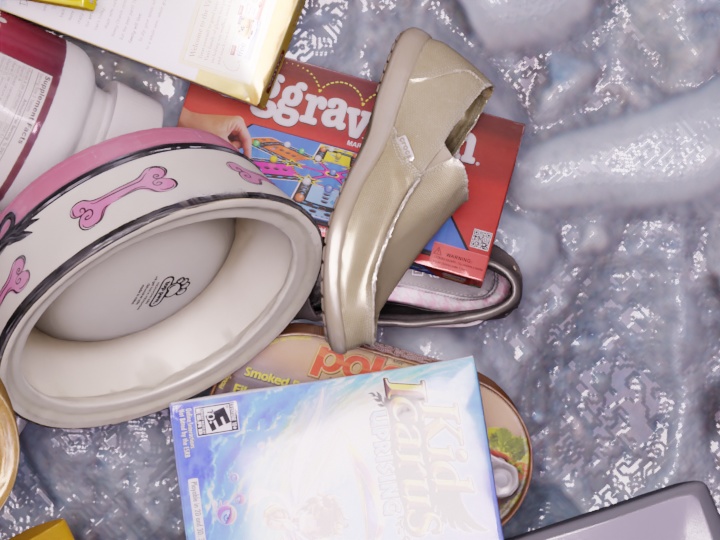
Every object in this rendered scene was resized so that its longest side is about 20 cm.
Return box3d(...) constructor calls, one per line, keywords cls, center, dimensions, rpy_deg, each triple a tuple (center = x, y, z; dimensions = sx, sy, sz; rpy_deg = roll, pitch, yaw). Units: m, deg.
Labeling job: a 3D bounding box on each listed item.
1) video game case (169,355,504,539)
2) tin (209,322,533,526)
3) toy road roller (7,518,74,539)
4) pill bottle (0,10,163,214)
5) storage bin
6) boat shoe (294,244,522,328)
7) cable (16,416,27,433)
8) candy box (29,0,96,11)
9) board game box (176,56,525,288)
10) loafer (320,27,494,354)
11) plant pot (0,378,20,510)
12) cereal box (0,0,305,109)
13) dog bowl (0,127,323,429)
box3d(cls="video game case", center=(-0.007, 0.161, 1.453), dimensions=(0.181, 0.045, 0.200), rpy_deg=(-9, 78, 0))
box3d(cls="tin", center=(0.005, 0.098, 1.521), dimensions=(0.200, 0.042, 0.112), rpy_deg=(17, 107, -6))
box3d(cls="toy road roller", center=(-0.239, 0.243, 1.492), dimensions=(0.200, 0.146, 0.123), rpy_deg=(-28, 97, -40))
box3d(cls="pill bottle", center=(-0.222, -0.097, 1.452), dimensions=(0.200, 0.110, 0.110), rpy_deg=(24, 91, -18))
box3d(cls="storage bin", center=(0.148, 0.211, 1.508), dimensions=(0.200, 0.146, 0.135), rpy_deg=(-19, 85, -4))
box3d(cls="boat shoe", center=(0.000, 0.000, 1.513), dimensions=(0.200, 0.057, 0.067), rpy_deg=(4, 93, -6))
box3d(cls="cable", center=(-0.284, 0.043, 1.485), dimensions=(0.200, 0.069, 0.200), rpy_deg=(16, 91, -5))
box3d(cls="candy box", center=(-0.240, -0.216, 1.464), dimensions=(0.200, 0.026, 0.102), rpy_deg=(10, 93, 12))
box3d(cls="board game box", center=(-0.011, -0.065, 1.500), dimensions=(0.200, 0.019, 0.103), rpy_deg=(15, 73, 2))
box3d(cls="loafer", center=(0.027, -0.044, 1.447), dimensions=(0.068, 0.076, 0.200), rpy_deg=(14, 74, 8))
box3d(cls="plant pot", center=(-0.254, 0.085, 1.304), dimensions=(0.186, 0.200, 0.187), rpy_deg=(0, 90, -29))
box3d(cls="cereal box", center=(-0.125, -0.196, 1.485), dimensions=(0.200, 0.040, 0.144), rpy_deg=(21, 91, 4))
box3d(cls="dog bowl", center=(-0.125, 0.000, 1.415), dimensions=(0.200, 0.200, 0.074), rpy_deg=(-30, 61, -3))
